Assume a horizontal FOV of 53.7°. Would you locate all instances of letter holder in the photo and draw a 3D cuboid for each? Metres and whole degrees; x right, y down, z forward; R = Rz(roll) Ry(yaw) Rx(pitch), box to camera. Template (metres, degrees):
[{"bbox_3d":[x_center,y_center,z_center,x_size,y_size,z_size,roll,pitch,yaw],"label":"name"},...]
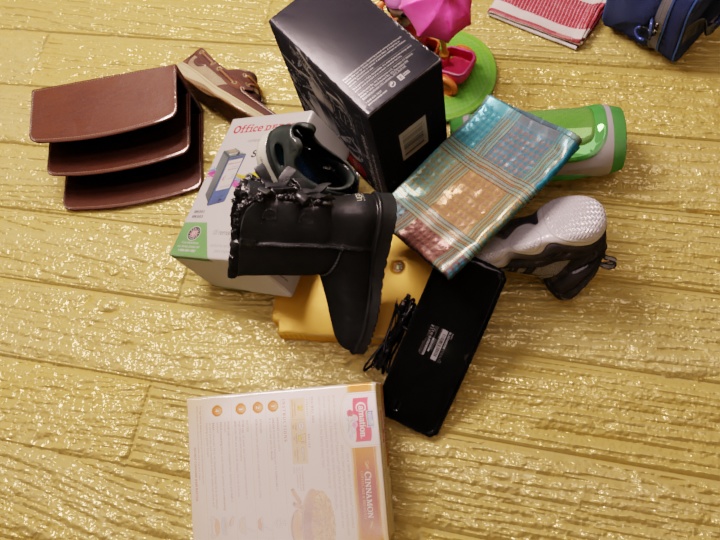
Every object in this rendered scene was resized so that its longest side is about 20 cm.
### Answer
[{"bbox_3d":[-0.318,-0.168,0.936,0.198,0.101,0.143,-8,68,6],"label":"letter holder"}]

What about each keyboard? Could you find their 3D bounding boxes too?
[{"bbox_3d":[0.075,0.072,0.776,0.103,0.040,0.201,24,100,8],"label":"keyboard"}]

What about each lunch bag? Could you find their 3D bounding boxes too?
[{"bbox_3d":[0.403,-0.361,0.877,0.132,0.136,0.200,37,78,21],"label":"lunch bag"}]

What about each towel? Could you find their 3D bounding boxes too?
[{"bbox_3d":[0.120,-0.097,0.765,0.200,0.022,0.147,-44,46,-4],"label":"towel"},{"bbox_3d":[0.283,-0.405,0.978,0.143,0.023,0.201,28,75,20],"label":"towel"}]

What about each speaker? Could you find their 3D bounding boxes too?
[{"bbox_3d":[0.208,-0.150,0.850,0.198,0.089,0.089,-3,67,8],"label":"speaker"}]

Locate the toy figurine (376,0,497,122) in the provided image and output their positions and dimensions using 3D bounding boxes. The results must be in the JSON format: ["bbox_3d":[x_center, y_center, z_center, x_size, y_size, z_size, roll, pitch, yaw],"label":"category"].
[{"bbox_3d":[0.073,-0.308,0.883,0.199,0.184,0.151,28,74,19],"label":"toy figurine"}]

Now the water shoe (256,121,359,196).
[{"bbox_3d":[-0.030,-0.072,0.768,0.079,0.200,0.072,-8,45,47],"label":"water shoe"}]

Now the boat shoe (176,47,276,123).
[{"bbox_3d":[-0.166,-0.242,0.960,0.199,0.072,0.072,35,77,26],"label":"boat shoe"}]

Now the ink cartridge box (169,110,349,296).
[{"bbox_3d":[-0.118,-0.082,0.850,0.144,0.087,0.201,6,64,39],"label":"ink cartridge box"}]

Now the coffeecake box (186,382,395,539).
[{"bbox_3d":[-0.070,0.201,0.737,0.198,0.073,0.155,-6,80,7],"label":"coffeecake box"}]

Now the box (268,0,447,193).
[{"bbox_3d":[0.005,-0.209,0.845,0.104,0.200,0.182,-38,66,-7],"label":"box"}]

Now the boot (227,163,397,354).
[{"bbox_3d":[-0.056,-0.005,0.734,0.161,0.200,0.074,3,28,-14],"label":"boot"}]

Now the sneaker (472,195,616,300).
[{"bbox_3d":[0.182,-0.013,0.792,0.199,0.114,0.076,-9,50,30],"label":"sneaker"}]

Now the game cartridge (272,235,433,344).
[{"bbox_3d":[0.000,0.000,0.853,0.198,0.032,0.178,1,68,12],"label":"game cartridge"}]
